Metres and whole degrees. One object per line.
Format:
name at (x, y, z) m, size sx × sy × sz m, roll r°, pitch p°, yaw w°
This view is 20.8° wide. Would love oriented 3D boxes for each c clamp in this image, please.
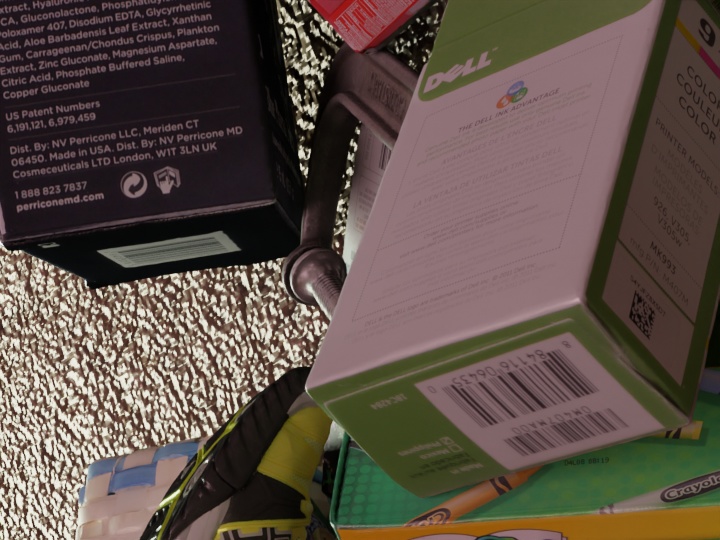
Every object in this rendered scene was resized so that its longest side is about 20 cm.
c clamp at (0.000, 0.000, 0.761) m, size 0.200 × 0.027 × 0.171 m, roll -119°, pitch 36°, yaw -62°

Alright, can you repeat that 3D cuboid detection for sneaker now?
sneaker at (-0.054, 0.130, 0.783) m, size 0.200 × 0.076 × 0.075 m, roll -62°, pitch 8°, yaw -23°

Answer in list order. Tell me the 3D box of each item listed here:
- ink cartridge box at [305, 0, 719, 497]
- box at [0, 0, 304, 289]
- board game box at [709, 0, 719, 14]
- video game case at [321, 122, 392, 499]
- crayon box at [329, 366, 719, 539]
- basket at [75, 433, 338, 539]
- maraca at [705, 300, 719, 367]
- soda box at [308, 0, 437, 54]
ink cartridge box at (0.064, -0.033, 0.619) m, size 0.104 × 0.059 × 0.200 m, roll -20°, pitch 37°, yaw 39°
box at (-0.096, -0.105, 0.869) m, size 0.117 × 0.197 × 0.200 m, roll -9°, pitch 85°, yaw 2°
board game box at (0.110, -0.047, 0.660) m, size 0.200 × 0.030 × 0.096 m, roll -36°, pitch 43°, yaw 30°
video game case at (0.054, 0.044, 0.777) m, size 0.200 × 0.036 × 0.181 m, roll 30°, pitch 119°, yaw 53°
crayon box at (0.103, 0.093, 0.636) m, size 0.200 × 0.058 × 0.119 m, roll -6°, pitch 132°, yaw 16°
basket at (-0.055, 0.181, 0.879) m, size 0.139 × 0.176 × 0.200 m, roll -11°, pitch 70°, yaw 29°
maraca at (0.184, 0.011, 0.675) m, size 0.200 × 0.107 × 0.137 m, roll 4°, pitch 115°, yaw 45°
soda box at (-0.033, -0.181, 0.745) m, size 0.200 × 0.070 × 0.063 m, roll 48°, pitch 144°, yaw -5°
